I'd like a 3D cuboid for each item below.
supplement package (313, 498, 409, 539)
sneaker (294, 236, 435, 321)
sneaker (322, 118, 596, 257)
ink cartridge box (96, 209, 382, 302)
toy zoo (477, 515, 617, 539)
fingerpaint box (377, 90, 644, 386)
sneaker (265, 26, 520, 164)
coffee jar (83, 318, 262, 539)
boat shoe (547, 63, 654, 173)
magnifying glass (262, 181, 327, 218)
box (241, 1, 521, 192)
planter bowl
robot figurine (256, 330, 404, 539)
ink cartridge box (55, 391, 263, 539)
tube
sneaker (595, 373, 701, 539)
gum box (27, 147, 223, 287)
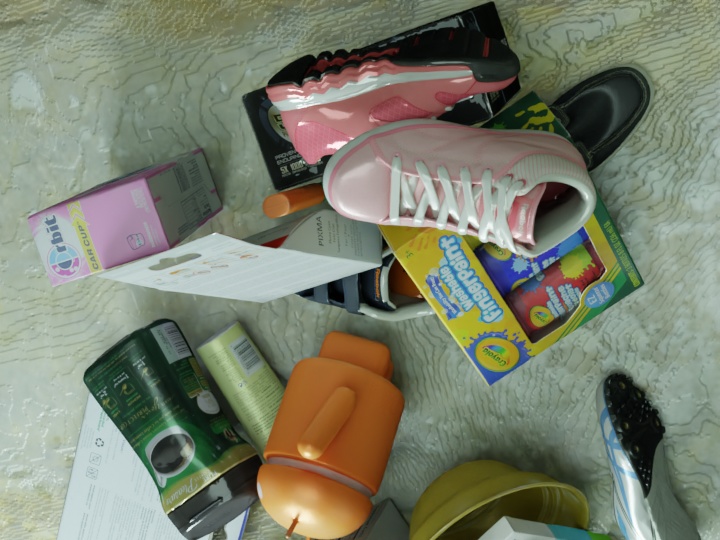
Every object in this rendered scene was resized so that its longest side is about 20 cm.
[{"bbox_3d":[-0.031,0.336,1.266,0.199,0.110,0.114,-32,95,21],"label":"supplement package"},{"bbox_3d":[0.000,0.000,1.182,0.197,0.079,0.079,2,106,17],"label":"sneaker"},{"bbox_3d":[0.076,-0.058,0.917,0.198,0.105,0.076,-3,117,-9],"label":"sneaker"},{"bbox_3d":[-0.103,-0.018,1.097,0.159,0.199,0.048,-16,72,40],"label":"ink cartridge box"},{"bbox_3d":[0.142,0.286,1.177,0.132,0.199,0.021,-53,44,21],"label":"toy zoo"},{"bbox_3d":[0.126,-0.020,1.066,0.166,0.074,0.200,-33,133,4],"label":"fingerpaint box"},{"bbox_3d":[0.030,-0.129,0.977,0.198,0.074,0.088,-5,118,20],"label":"sneaker"},{"bbox_3d":[-0.175,0.155,1.233,0.104,0.085,0.201,-35,82,16],"label":"coffee jar"},{"bbox_3d":[0.171,-0.104,1.111,0.199,0.068,0.072,-36,92,20],"label":"boat shoe"},{"bbox_3d":[-0.033,-0.067,1.105,0.079,0.200,0.023,-16,92,22],"label":"magnifying glass"},{"bbox_3d":[0.023,-0.152,1.086,0.198,0.164,0.087,-17,100,20],"label":"box"},{"bbox_3d":[0.109,0.239,1.192,0.201,0.199,0.084,-52,45,21],"label":"planter bowl"},{"bbox_3d":[-0.029,0.160,1.185,0.116,0.202,0.143,28,159,-25],"label":"robot figurine"},{"bbox_3d":[-0.208,0.240,1.326,0.198,0.043,0.198,20,107,8],"label":"ink cartridge box"},{"bbox_3d":[-0.089,0.147,1.262,0.058,0.052,0.201,-32,95,26],"label":"tube"},{"bbox_3d":[0.253,0.194,1.172,0.072,0.072,0.202,-17,94,46],"label":"sneaker"},{"bbox_3d":[-0.207,-0.053,1.164,0.112,0.200,0.067,-17,100,12],"label":"gum box"}]
